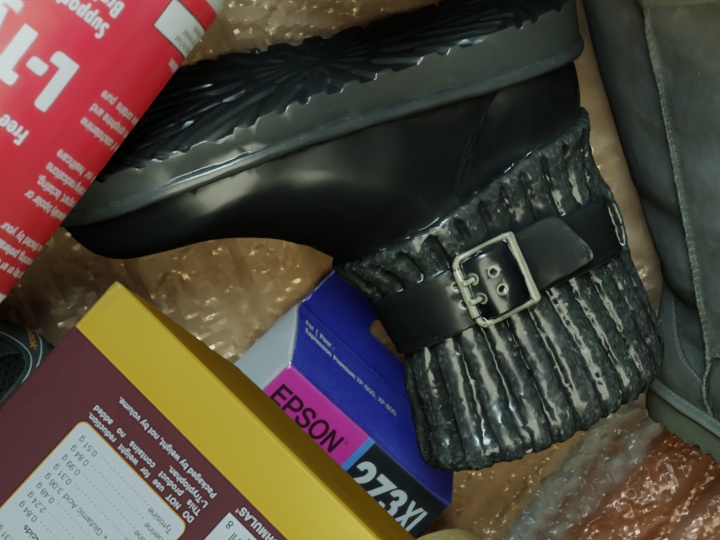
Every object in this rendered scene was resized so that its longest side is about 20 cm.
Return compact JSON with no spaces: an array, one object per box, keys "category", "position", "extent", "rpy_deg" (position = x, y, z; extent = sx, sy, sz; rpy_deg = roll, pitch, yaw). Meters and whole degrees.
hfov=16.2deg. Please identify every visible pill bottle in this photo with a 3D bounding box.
[{"category":"pill bottle","position":[-0.133,-0.056,0.795],"extent":[0.112,0.112,0.200],"rpy_deg":[37,88,-27]}]

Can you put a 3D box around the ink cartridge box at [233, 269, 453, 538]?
[{"category":"ink cartridge box","position":[-0.038,0.092,0.953],"extent":[0.200,0.037,0.095],"rpy_deg":[-45,118,4]}]

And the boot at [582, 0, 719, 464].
[{"category":"boot","position":[0.152,-0.016,0.889],"extent":[0.072,0.181,0.201],"rpy_deg":[-26,124,-36]}]

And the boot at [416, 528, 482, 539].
[{"category":"boot","position":[0.062,0.216,0.959],"extent":[0.072,0.156,0.201],"rpy_deg":[-18,130,-14]}]

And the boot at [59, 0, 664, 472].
[{"category":"boot","position":[0.001,0.001,0.888],"extent":[0.210,0.079,0.159],"rpy_deg":[-16,111,-9]}]

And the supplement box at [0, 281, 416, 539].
[{"category":"supplement box","position":[-0.062,0.154,0.821],"extent":[0.200,0.197,0.133],"rpy_deg":[-47,159,0]}]

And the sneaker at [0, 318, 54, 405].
[{"category":"sneaker","position":[-0.159,0.104,0.900],"extent":[0.086,0.080,0.200],"rpy_deg":[18,113,-34]}]
